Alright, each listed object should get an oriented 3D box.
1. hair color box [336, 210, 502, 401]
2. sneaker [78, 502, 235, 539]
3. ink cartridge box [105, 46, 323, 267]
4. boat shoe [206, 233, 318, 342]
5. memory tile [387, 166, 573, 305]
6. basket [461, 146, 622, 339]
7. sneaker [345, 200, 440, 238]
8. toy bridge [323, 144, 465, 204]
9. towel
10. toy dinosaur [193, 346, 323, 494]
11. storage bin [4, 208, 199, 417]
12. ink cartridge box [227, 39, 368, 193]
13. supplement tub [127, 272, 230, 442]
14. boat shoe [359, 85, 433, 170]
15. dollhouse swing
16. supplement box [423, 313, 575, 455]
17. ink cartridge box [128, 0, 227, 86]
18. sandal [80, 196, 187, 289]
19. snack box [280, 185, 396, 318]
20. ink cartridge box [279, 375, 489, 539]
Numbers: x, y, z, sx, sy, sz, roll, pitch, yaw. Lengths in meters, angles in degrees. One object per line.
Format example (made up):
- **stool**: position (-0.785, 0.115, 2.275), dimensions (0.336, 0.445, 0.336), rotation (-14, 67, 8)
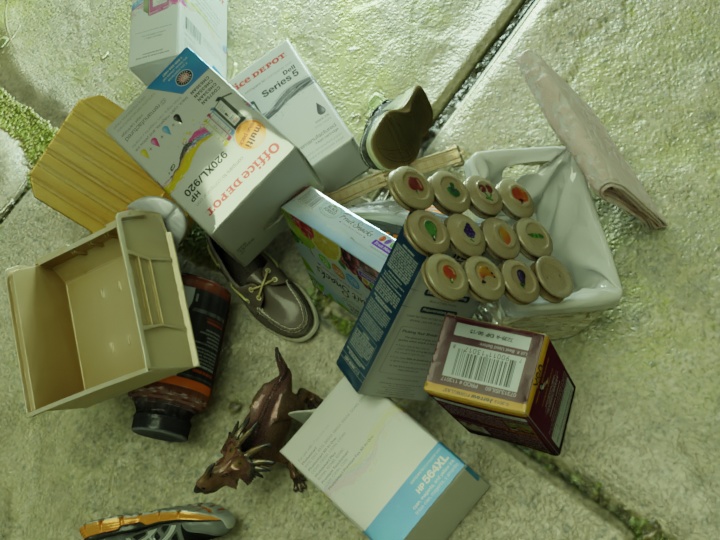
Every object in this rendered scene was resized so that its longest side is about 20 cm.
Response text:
- **hair color box**: position (0.064, 0.039, 1.089), dimensions (0.061, 0.100, 0.200), rotation (50, 120, 47)
- **sneaker**: position (-0.240, 0.324, 1.226), dimensions (0.200, 0.078, 0.077), rotation (-13, 78, 18)
- **ink cartridge box**: position (-0.172, -0.135, 1.245), dimensions (0.147, 0.145, 0.200), rotation (-46, 72, -2)
- **boat shoe**: position (-0.131, 0.014, 1.318), dimensions (0.072, 0.060, 0.200), rotation (-42, 61, -2)
- **memory tile**: position (0.124, -0.034, 1.029), dimensions (0.017, 0.200, 0.154), rotation (-42, 57, 42)
- **basket**: position (0.191, -0.024, 1.163), dimensions (0.135, 0.123, 0.200), rotation (-5, 64, -14)
- **sneaker**: position (0.036, -0.025, 1.264), dimensions (0.200, 0.077, 0.112), rotation (13, 113, 53)
- **toy bridge**: position (0.039, -0.118, 1.307), dimensions (0.200, 0.067, 0.027), rotation (-19, 89, 12)
- **towel**: position (0.264, -0.143, 1.170), dimensions (0.032, 0.191, 0.200), rotation (-37, 59, 20)
- **toy dinosaur**: position (-0.111, 0.178, 1.198), dimensions (0.086, 0.136, 0.200), rotation (7, 70, 22)
- **storage bin**: position (-0.310, 0.050, 1.211), dimensions (0.200, 0.094, 0.199), rotation (-22, 75, 30)
- **ink cartridge box**: position (-0.101, -0.188, 1.379), dimensions (0.145, 0.084, 0.200), rotation (-34, 61, 4)
- **supplement tub**: position (-0.231, 0.111, 1.288), dimensions (0.107, 0.107, 0.200), rotation (1, 68, 20)
- **boat shoe**: position (0.038, -0.172, 1.296), dimensions (0.065, 0.073, 0.200), rotation (-19, 17, 30)
- **dollhouse swing**: position (-0.316, -0.129, 1.367), dimensions (0.200, 0.176, 0.182), rotation (-59, 30, -10)
- **supplement box**: position (0.154, 0.125, 1.088), dimensions (0.110, 0.200, 0.086), rotation (12, 74, 24)
- **ink cartridge box**: position (-0.258, -0.345, 1.468), dimensions (0.084, 0.145, 0.200), rotation (-9, 66, 18)
- **sandal**: position (-0.284, -0.023, 1.291), dimensions (0.079, 0.059, 0.207), rotation (47, 118, 2)
- **snack box**: position (0.000, 0.000, 1.205), dimensions (0.053, 0.142, 0.200), rotation (-39, 45, -18)
- **ink cartridge box**: position (0.020, 0.213, 1.140), dimensions (0.200, 0.129, 0.125), rotation (39, 85, 28)
